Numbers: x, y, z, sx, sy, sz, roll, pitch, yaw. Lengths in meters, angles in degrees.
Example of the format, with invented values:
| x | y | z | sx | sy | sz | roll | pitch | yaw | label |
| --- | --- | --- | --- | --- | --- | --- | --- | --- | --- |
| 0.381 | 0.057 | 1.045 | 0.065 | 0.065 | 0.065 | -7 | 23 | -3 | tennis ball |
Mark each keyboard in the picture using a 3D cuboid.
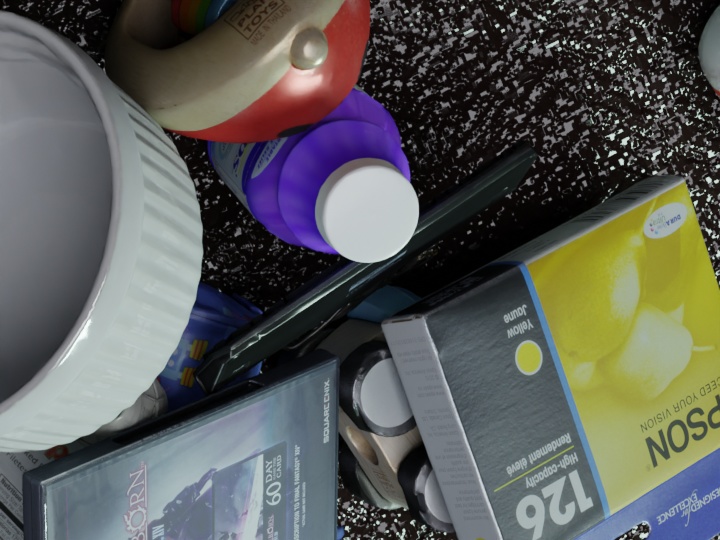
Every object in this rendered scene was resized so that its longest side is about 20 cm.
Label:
| x | y | z | sx | sy | sz | roll | pitch | yaw | label |
| --- | --- | --- | --- | --- | --- | --- | --- | --- | --- |
| 0.000 | 0.000 | 1.377 | 0.200 | 0.127 | 0.021 | -33 | 82 | -16 | keyboard |

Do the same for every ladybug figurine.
| x | y | z | sx | sy | sz | roll | pitch | yaw | label |
| --- | --- | --- | --- | --- | --- | --- | --- | --- | --- |
| -0.053 | -0.114 | 1.324 | 0.136 | 0.200 | 0.072 | -45 | 115 | -3 | ladybug figurine |

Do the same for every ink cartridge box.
| x | y | z | sx | sy | sz | roll | pitch | yaw | label |
| --- | --- | --- | --- | --- | --- | --- | --- | --- | --- |
| 0.124 | 0.079 | 1.441 | 0.197 | 0.047 | 0.201 | -28 | 101 | -35 | ink cartridge box |

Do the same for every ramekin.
| x | y | z | sx | sy | sz | roll | pitch | yaw | label |
| --- | --- | --- | --- | --- | --- | --- | --- | --- | --- |
| -0.167 | -0.009 | 1.262 | 0.200 | 0.200 | 0.105 | -54 | 149 | 5 | ramekin |

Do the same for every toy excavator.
| x | y | z | sx | sy | sz | roll | pitch | yaw | label |
| --- | --- | --- | --- | --- | --- | --- | --- | --- | --- |
| 0.086 | 0.065 | 1.485 | 0.200 | 0.100 | 0.195 | -38 | 109 | -17 | toy excavator |

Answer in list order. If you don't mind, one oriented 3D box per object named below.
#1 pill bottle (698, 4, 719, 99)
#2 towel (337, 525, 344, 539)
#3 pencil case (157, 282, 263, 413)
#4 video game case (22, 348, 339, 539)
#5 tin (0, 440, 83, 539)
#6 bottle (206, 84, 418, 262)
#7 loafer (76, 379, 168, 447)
| x | y | z | sx | sy | sz | roll | pitch | yaw | label |
| --- | --- | --- | --- | --- | --- | --- | --- | --- | --- |
| 0.274 | -0.071 | 1.479 | 0.112 | 0.112 | 0.200 | -37 | 113 | -2 | pill bottle |
| -0.100 | 0.202 | 1.436 | 0.199 | 0.024 | 0.145 | -8 | 131 | -47 | towel |
| -0.105 | 0.101 | 1.444 | 0.087 | 0.078 | 0.201 | 6 | 106 | -38 | pencil case |
| -0.085 | 0.134 | 1.358 | 0.200 | 0.019 | 0.144 | -22 | 122 | -43 | video game case |
| -0.180 | 0.156 | 1.417 | 0.112 | 0.042 | 0.200 | 42 | 109 | 11 | tin |
| -0.021 | -0.054 | 1.351 | 0.065 | 0.200 | 0.084 | 32 | 97 | -22 | bottle |
| -0.170 | 0.009 | 1.358 | 0.070 | 0.070 | 0.200 | -44 | 77 | -6 | loafer |
